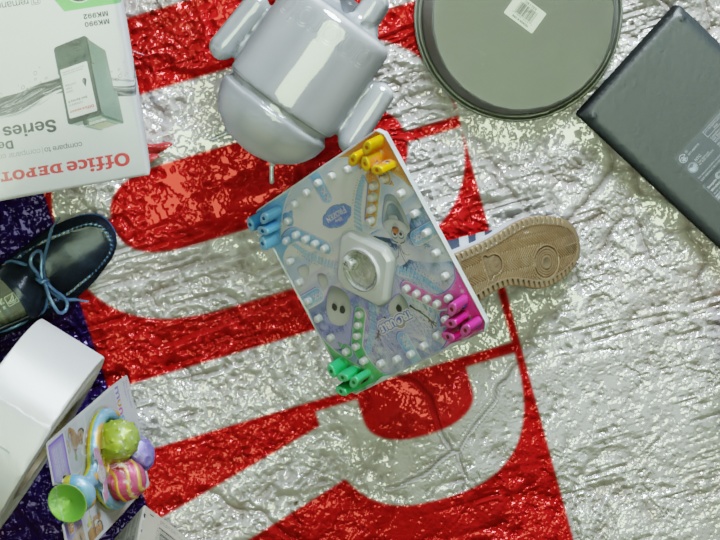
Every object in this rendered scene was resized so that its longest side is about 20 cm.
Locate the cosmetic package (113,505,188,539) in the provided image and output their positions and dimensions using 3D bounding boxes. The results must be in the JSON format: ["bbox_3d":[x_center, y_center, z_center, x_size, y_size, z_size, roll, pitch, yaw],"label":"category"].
[{"bbox_3d":[-0.251,0.337,1.524,0.073,0.104,0.200,40,97,-10],"label":"cosmetic package"}]

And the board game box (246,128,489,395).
[{"bbox_3d":[0.000,0.000,1.427,0.200,0.026,0.201,-30,88,45],"label":"board game box"}]

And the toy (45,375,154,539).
[{"bbox_3d":[-0.224,0.179,1.442,0.047,0.200,0.116,-5,102,17],"label":"toy"}]

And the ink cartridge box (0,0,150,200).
[{"bbox_3d":[-0.268,-0.173,1.359,0.145,0.084,0.201,-10,107,-6],"label":"ink cartridge box"}]

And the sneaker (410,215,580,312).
[{"bbox_3d":[0.108,-0.007,1.501,0.199,0.108,0.070,-18,101,-30],"label":"sneaker"}]

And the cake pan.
[{"bbox_3d":[0.150,-0.238,1.466,0.199,0.037,0.201,-1,101,-3],"label":"cake pan"}]

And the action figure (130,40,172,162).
[{"bbox_3d":[-0.239,-0.191,1.441,0.052,0.065,0.200,-26,104,25],"label":"action figure"}]

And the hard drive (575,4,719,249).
[{"bbox_3d":[0.325,-0.135,1.498,0.200,0.033,0.140,41,96,-10],"label":"hard drive"}]

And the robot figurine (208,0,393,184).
[{"bbox_3d":[-0.054,-0.180,1.427,0.169,0.113,0.200,35,97,3],"label":"robot figurine"}]

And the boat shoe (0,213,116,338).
[{"bbox_3d":[-0.312,0.023,1.475,0.200,0.069,0.084,-39,101,4],"label":"boat shoe"}]

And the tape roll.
[{"bbox_3d":[-0.315,0.146,1.429,0.071,0.202,0.203,33,98,-3],"label":"tape roll"}]
